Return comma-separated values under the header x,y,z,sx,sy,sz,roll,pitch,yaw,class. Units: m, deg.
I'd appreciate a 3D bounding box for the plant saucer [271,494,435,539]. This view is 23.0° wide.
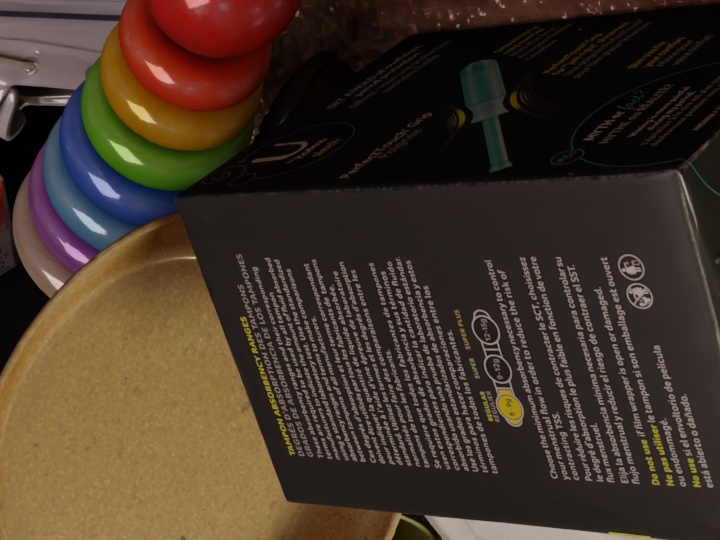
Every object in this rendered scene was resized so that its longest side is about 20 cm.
x,y,z,sx,sy,sz,roll,pitch,yaw,class
-0.065,0.126,0.814,0.200,0.199,0.031,-41,47,48,plant saucer

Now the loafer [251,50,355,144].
x,y,z,sx,sy,sz,roll,pitch,yaw,class
0.000,0.000,0.733,0.071,0.073,0.201,14,133,20,loafer

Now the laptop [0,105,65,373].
x,y,z,sx,sy,sz,roll,pitch,yaw,class
-0.202,0.033,0.828,0.200,0.115,0.188,-49,47,48,laptop

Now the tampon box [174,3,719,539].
x,y,z,sx,sy,sz,roll,pitch,yaw,class
0.069,-0.004,0.599,0.199,0.150,0.127,0,117,41,tampon box

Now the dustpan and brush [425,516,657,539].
x,y,z,sx,sy,sz,roll,pitch,yaw,class
0.121,0.098,0.688,0.199,0.057,0.140,15,157,28,dustpan and brush

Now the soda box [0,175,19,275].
x,y,z,sx,sy,sz,roll,pitch,yaw,class
-0.236,-0.066,0.778,0.200,0.070,0.064,43,154,23,soda box

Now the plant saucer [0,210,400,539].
x,y,z,sx,sy,sz,roll,pitch,yaw,class
-0.064,0.070,0.662,0.035,0.200,0.201,19,131,49,plant saucer

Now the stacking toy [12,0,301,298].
x,y,z,sx,sy,sz,roll,pitch,yaw,class
-0.071,-0.062,0.638,0.085,0.085,0.200,43,145,9,stacking toy

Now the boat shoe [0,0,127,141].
x,y,z,sx,sy,sz,roll,pitch,yaw,class
-0.151,-0.087,0.722,0.199,0.074,0.067,-3,89,4,boat shoe
